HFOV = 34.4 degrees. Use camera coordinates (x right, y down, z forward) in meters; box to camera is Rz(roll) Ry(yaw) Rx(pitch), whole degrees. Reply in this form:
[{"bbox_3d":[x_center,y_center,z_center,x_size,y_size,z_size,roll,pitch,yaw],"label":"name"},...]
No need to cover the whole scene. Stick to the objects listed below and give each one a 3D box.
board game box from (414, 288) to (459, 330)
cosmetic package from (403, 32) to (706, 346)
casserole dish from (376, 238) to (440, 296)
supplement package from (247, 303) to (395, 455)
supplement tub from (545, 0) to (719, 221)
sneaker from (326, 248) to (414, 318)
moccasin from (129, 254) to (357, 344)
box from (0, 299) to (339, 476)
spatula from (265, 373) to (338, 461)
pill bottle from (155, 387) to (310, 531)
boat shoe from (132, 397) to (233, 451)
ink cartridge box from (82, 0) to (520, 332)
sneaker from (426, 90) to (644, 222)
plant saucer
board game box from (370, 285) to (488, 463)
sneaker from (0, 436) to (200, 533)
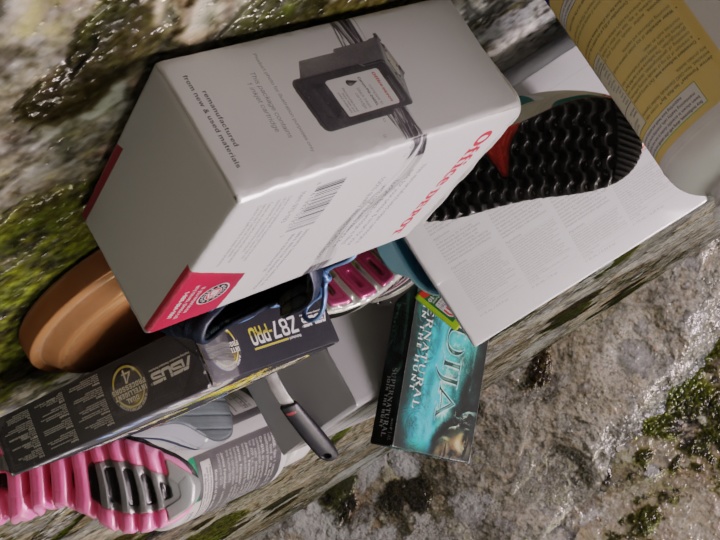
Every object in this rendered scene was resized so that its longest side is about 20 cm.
[{"bbox_3d":[0.133,-0.049,0.986,0.200,0.048,0.102,-52,177,29],"label":"board game box"},{"bbox_3d":[0.123,-0.063,0.833,0.199,0.151,0.052,-32,-159,4],"label":"cosmetic package"},{"bbox_3d":[0.100,-0.065,0.876,0.199,0.121,0.039,-29,-160,4],"label":"casserole dish"},{"bbox_3d":[-0.005,0.082,1.149,0.117,0.117,0.200,-38,165,37],"label":"supplement package"},{"bbox_3d":[0.202,-0.133,0.642,0.145,0.201,0.145,-29,167,-7],"label":"supplement tub"},{"bbox_3d":[0.000,0.000,0.950,0.199,0.074,0.088,-29,162,-33],"label":"sneaker"},{"bbox_3d":[-0.053,0.005,0.736,0.200,0.068,0.081,-29,144,-42],"label":"moccasin"},{"bbox_3d":[-0.137,0.079,0.833,0.199,0.049,0.161,-26,172,29],"label":"box"},{"bbox_3d":[-0.071,0.103,1.020,0.056,0.200,0.021,-18,-148,19],"label":"spatula"},{"bbox_3d":[-0.147,0.183,1.208,0.200,0.113,0.113,-16,160,-47],"label":"pill bottle"},{"bbox_3d":[-0.184,0.126,1.042,0.066,0.074,0.200,-19,160,16],"label":"boat shoe"},{"bbox_3d":[-0.031,-0.060,0.639,0.199,0.084,0.145,-22,164,-37],"label":"ink cartridge box"},{"bbox_3d":[0.091,-0.077,0.763,0.199,0.071,0.093,-6,-171,24],"label":"sneaker"},{"bbox_3d":[-0.135,0.015,0.798,0.200,0.032,0.200,-29,167,-7],"label":"plant saucer"},{"bbox_3d":[0.075,0.075,1.103,0.028,0.201,0.135,3,168,38],"label":"board game box"},{"bbox_3d":[-0.221,0.168,0.966,0.199,0.079,0.095,2,-178,12],"label":"sneaker"}]
